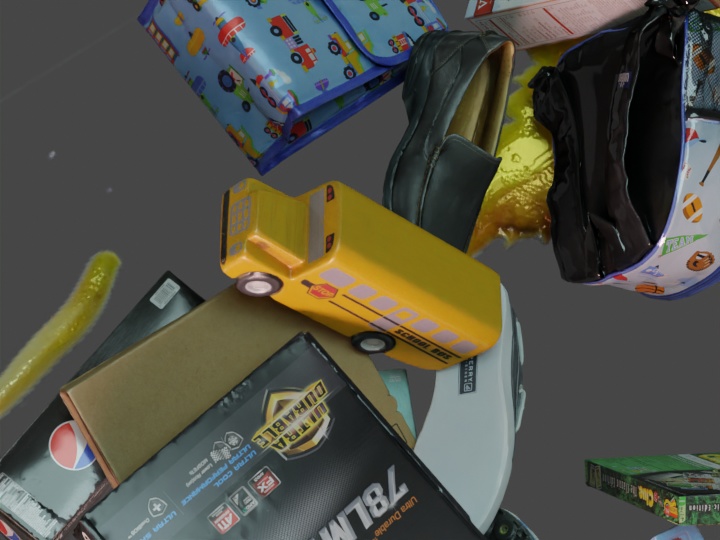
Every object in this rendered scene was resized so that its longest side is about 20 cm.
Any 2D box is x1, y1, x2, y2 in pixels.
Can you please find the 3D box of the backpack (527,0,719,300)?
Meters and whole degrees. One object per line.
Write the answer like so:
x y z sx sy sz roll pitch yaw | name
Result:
0.213 -0.076 1.519 0.153 0.200 0.192 17 71 -20 | backpack

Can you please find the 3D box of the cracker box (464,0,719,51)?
0.180 -0.243 1.563 0.058 0.199 0.135 34 62 -39 | cracker box

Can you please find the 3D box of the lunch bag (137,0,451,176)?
-0.034 -0.189 1.571 0.200 0.094 0.151 -33 80 -33 | lunch bag

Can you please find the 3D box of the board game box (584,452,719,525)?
0.227 0.144 1.426 0.104 0.200 0.024 -4 92 -10 | board game box

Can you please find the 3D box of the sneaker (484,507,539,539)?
0.135 0.246 1.449 0.072 0.072 0.200 -43 67 14 | sneaker

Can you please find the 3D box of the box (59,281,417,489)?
-0.077 0.098 1.422 0.200 0.021 0.164 -32 98 -24 | box

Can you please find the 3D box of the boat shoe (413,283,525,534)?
0.080 0.102 1.482 0.071 0.068 0.201 -9 59 22 | boat shoe

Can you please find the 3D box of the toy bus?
0.000 0.000 1.413 0.200 0.078 0.065 28 51 -38 | toy bus

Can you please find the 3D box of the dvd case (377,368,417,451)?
-0.023 0.170 1.464 0.145 0.022 0.201 -4 72 -12 | dvd case

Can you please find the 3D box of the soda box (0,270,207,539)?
-0.171 0.099 1.437 0.063 0.071 0.200 39 69 4 | soda box

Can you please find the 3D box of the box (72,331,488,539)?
-0.045 0.175 1.362 0.200 0.050 0.199 -39 83 -24 | box

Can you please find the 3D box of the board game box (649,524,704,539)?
0.229 0.274 1.400 0.036 0.151 0.201 -24 76 -18 | board game box

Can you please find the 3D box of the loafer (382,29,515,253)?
0.066 -0.078 1.525 0.073 0.072 0.201 15 77 -45 | loafer
